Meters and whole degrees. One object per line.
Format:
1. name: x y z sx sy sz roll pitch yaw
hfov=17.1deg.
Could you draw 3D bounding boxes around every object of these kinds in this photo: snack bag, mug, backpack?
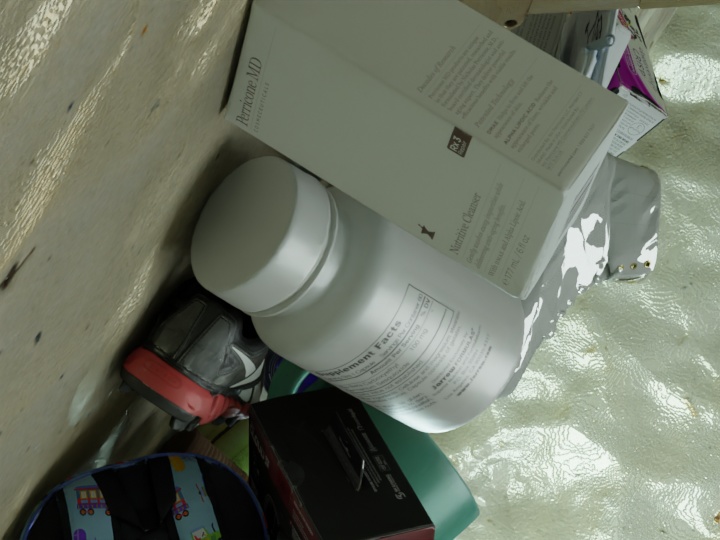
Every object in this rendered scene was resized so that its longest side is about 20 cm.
1. snack bag: 0.136 -0.108 1.558 0.189 0.021 0.200 110 -8 -73
2. mug: -0.015 0.145 1.740 0.114 0.185 0.152 -40 -177 -9
3. backpack: -0.140 0.215 1.513 0.182 0.200 0.135 -13 -175 -19

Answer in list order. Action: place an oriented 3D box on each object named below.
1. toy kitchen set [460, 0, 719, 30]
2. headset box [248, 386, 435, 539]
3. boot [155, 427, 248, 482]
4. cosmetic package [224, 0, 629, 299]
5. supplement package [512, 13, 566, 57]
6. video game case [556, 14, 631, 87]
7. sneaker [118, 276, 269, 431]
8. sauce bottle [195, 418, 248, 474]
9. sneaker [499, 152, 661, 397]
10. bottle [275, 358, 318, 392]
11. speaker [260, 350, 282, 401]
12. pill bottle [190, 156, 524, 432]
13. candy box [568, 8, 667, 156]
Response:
1. toy kitchen set: 0.099 -0.201 1.480 0.180 0.200 0.163 108 -26 -61
2. headset box: -0.016 0.183 1.539 0.077 0.149 0.200 -11 128 -19
3. boot: -0.122 0.226 1.644 0.200 0.155 0.074 -48 -160 -24
4. cosmetic package: 0.033 -0.087 1.308 0.081 0.200 0.113 -54 169 -34
5. supplement package: 0.060 -0.090 1.666 0.200 0.111 0.156 102 6 -69
6. video game case: 0.105 -0.107 1.829 0.182 0.023 0.200 19 -97 54
7. sneaker: -0.088 0.047 1.533 0.098 0.071 0.200 -57 171 5
8. sauce bottle: -0.123 0.157 1.779 0.066 0.066 0.200 -62 169 24
9. sneaker: 0.155 0.009 1.725 0.074 0.115 0.200 27 -81 67
10. bottle: -0.015 0.038 1.821 0.065 0.083 0.200 11 102 -59
11. speaker: -0.067 0.142 1.990 0.081 0.081 0.200 -52 171 -39
12. pill bottle: -0.003 0.013 1.460 0.200 0.114 0.114 31 91 -38
13. candy box: 0.136 -0.120 1.869 0.200 0.061 0.136 -38 -139 28
